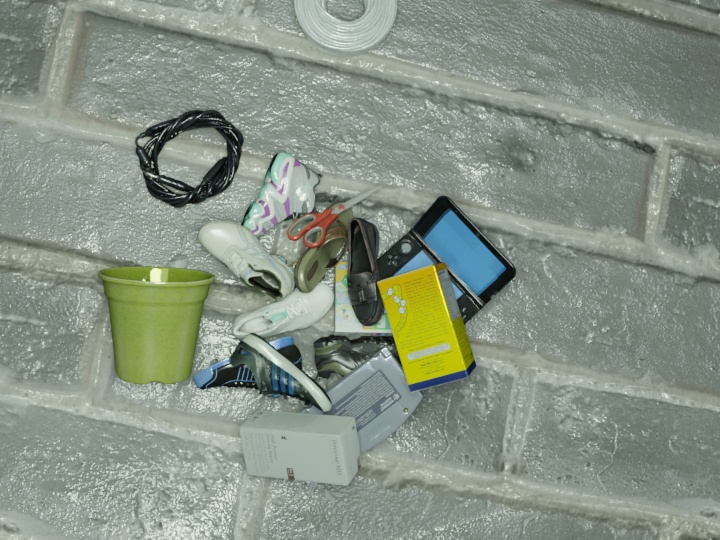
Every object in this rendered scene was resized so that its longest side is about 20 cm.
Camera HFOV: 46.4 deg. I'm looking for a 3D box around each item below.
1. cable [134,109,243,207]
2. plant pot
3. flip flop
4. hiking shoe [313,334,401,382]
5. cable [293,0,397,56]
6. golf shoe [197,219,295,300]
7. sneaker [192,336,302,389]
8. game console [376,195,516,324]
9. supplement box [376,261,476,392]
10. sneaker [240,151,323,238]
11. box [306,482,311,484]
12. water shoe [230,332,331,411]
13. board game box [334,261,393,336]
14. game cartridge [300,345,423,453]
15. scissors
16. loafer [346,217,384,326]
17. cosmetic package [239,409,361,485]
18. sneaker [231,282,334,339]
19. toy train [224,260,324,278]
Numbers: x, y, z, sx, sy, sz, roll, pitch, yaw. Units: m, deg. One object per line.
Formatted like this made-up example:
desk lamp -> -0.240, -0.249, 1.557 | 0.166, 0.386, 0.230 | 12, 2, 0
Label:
cable -> -0.309, -0.209, 1.560 | 0.199, 0.051, 0.164 | -19, 89, -8
plant pot -> -0.360, 0.096, 1.476 | 0.199, 0.200, 0.185 | 4, 96, -6
flip flop -> -0.057, -0.042, 1.538 | 0.200, 0.057, 0.081 | -61, 137, -34
hiking shoe -> 0.011, 0.174, 1.569 | 0.199, 0.076, 0.101 | 3, 99, -1
cable -> -0.030, -0.510, 1.605 | 0.199, 0.069, 0.201 | -24, 90, -7
golf shoe -> -0.202, -0.018, 1.488 | 0.199, 0.097, 0.078 | 31, 109, -8
sneaker -> -0.202, 0.188, 1.535 | 0.199, 0.070, 0.078 | -21, 82, -9
game console -> 0.147, 0.000, 1.526 | 0.171, 0.118, 0.200 | -41, 81, -16
supplement box -> 0.118, 0.096, 1.476 | 0.109, 0.109, 0.201 | -17, 89, 16
sneaker -> -0.134, -0.104, 1.561 | 0.139, 0.078, 0.201 | 26, 95, -14
box -> -0.043, 0.307, 1.561 | 0.039, 0.041, 0.200 | 43, 82, -2
water shoe -> -0.141, 0.196, 1.483 | 0.200, 0.072, 0.079 | 38, 85, 10
board game box -> 0.050, 0.055, 1.578 | 0.199, 0.034, 0.135 | 1, 74, -7
game cartridge -> 0.008, 0.247, 1.517 | 0.200, 0.041, 0.133 | -37, 88, 3
scissors -> -0.049, -0.112, 1.542 | 0.073, 0.014, 0.200 | 33, 65, 29
loafer -> 0.000, 0.000, 1.527 | 0.072, 0.063, 0.201 | -11, 69, 24
cosmetic package -> -0.105, 0.311, 1.482 | 0.199, 0.074, 0.102 | -1, 109, 25
sneaker -> -0.140, 0.082, 1.532 | 0.199, 0.088, 0.076 | -24, 89, -2
toy train -> -0.163, -0.009, 1.565 | 0.199, 0.046, 0.034 | 10, 85, -6
